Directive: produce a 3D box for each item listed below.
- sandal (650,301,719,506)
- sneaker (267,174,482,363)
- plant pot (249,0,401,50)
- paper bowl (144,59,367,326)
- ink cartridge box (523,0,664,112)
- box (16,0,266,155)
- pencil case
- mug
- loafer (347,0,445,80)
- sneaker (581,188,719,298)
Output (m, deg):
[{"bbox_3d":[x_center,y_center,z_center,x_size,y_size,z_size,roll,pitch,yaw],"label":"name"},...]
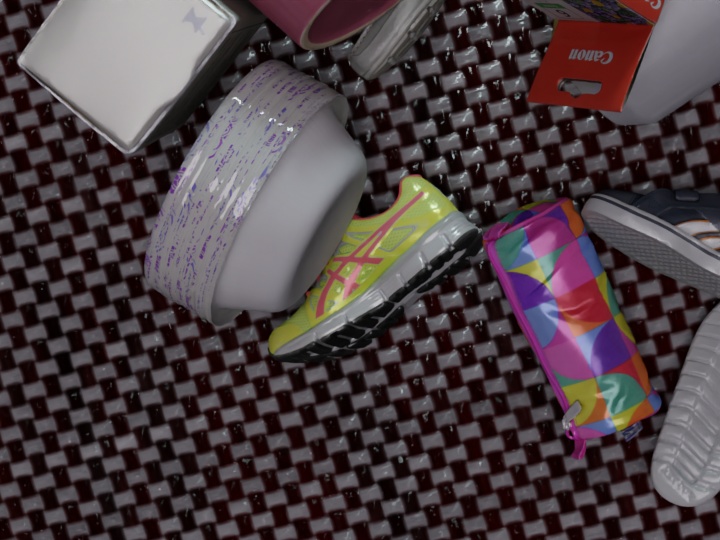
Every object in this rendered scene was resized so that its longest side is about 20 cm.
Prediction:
[{"bbox_3d":[0.291,0.093,1.439,0.082,0.050,0.203,32,89,14],"label":"sandal"},{"bbox_3d":[0.000,0.000,1.442,0.200,0.078,0.090,-37,71,14],"label":"sneaker"},{"bbox_3d":[-0.042,-0.269,1.313,0.200,0.200,0.179,-36,81,10],"label":"plant pot"},{"bbox_3d":[-0.069,-0.050,1.362,0.104,0.201,0.201,30,101,10],"label":"paper bowl"},{"bbox_3d":[0.170,-0.217,1.286,0.050,0.109,0.200,24,84,-36],"label":"ink cartridge box"},{"bbox_3d":[-0.158,-0.177,1.354,0.109,0.200,0.128,39,100,-3],"label":"box"},{"bbox_3d":[0.166,0.042,1.422,0.088,0.088,0.200,-23,94,8],"label":"pencil case"},{"bbox_3d":[0.222,-0.201,1.369,0.153,0.187,0.149,-42,126,19],"label":"mug"},{"bbox_3d":[0.043,-0.242,1.397,0.070,0.070,0.200,32,93,4],"label":"loafer"},{"bbox_3d":[0.274,-0.028,1.403,0.200,0.078,0.079,26,78,3],"label":"sneaker"}]
